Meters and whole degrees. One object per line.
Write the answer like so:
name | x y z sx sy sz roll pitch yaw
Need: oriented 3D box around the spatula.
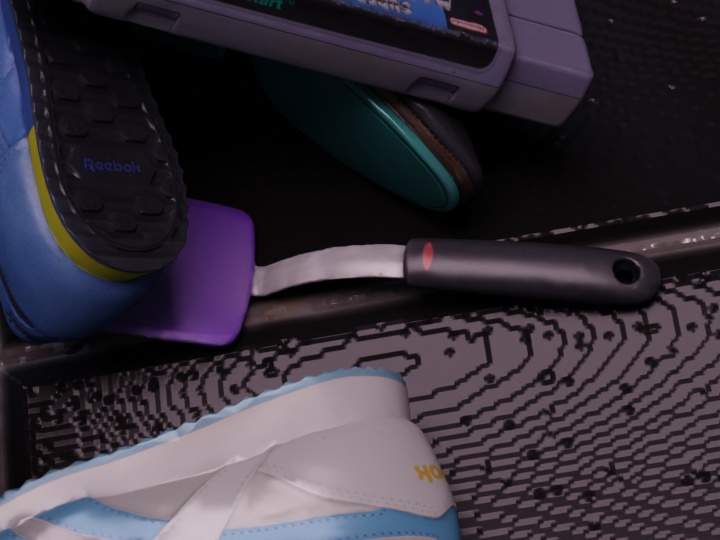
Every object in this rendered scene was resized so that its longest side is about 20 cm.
spatula | 0.000 0.000 0.819 0.198 0.021 0.057 1 59 9

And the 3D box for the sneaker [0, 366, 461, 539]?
sneaker | -0.065 0.102 0.742 0.199 0.077 0.081 -24 68 -1

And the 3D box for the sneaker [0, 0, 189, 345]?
sneaker | -0.107 -0.073 0.813 0.066 0.078 0.202 7 63 -35

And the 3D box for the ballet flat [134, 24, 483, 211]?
ballet flat | -0.027 -0.093 0.850 0.199 0.073 0.073 30 69 25

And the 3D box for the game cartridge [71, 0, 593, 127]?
game cartridge | -0.024 -0.118 0.801 0.199 0.039 0.130 12 39 -22
